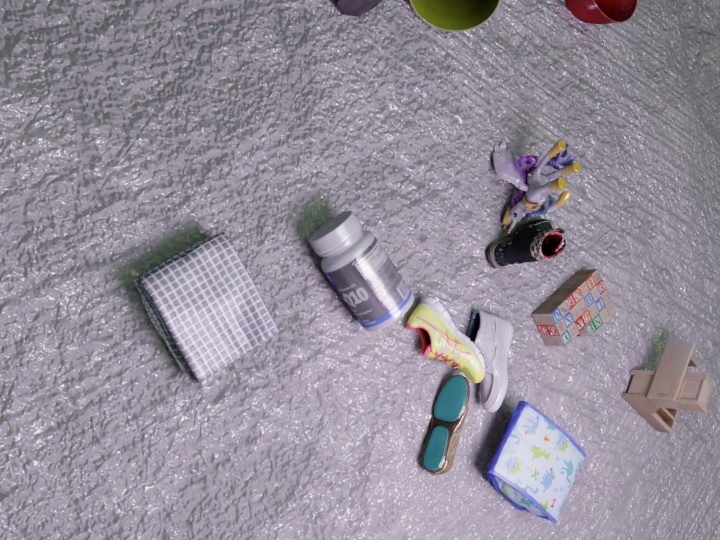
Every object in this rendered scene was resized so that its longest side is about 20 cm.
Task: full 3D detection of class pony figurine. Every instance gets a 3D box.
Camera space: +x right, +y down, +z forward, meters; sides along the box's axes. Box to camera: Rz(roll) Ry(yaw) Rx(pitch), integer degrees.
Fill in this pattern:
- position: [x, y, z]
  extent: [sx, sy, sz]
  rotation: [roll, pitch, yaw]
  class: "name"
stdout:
- position: [0.375, -0.191, 1.434]
  extent: [0.166, 0.200, 0.194]
  rotation: [22, 58, -22]
  class: "pony figurine"

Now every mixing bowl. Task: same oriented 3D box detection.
- position: [0.574, -0.690, 1.635]
  extent: [0.199, 0.108, 0.202]
  rotation: [3, 84, -33]
  class: "mixing bowl"

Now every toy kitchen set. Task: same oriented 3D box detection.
- position: [0.794, 0.289, 1.627]
  extent: [0.180, 0.199, 0.164]
  rotation: [40, 67, -23]
  class: "toy kitchen set"

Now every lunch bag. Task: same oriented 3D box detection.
- position: [0.350, 0.392, 1.379]
  extent: [0.200, 0.127, 0.171]
  rotation: [46, 64, -31]
  class: "lunch bag"

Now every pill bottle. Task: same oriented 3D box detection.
- position: [0.000, 0.000, 1.199]
  extent: [0.114, 0.113, 0.201]
  rotation: [-43, 108, -28]
  class: "pill bottle"

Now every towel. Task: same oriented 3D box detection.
- position: [-0.239, 0.062, 1.057]
  extent: [0.165, 0.085, 0.201]
  rotation: [-35, 104, -29]
  class: "towel"

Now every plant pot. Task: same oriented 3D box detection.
- position: [0.203, -0.634, 1.369]
  extent: [0.186, 0.187, 0.201]
  rotation: [29, 56, -27]
  class: "plant pot"

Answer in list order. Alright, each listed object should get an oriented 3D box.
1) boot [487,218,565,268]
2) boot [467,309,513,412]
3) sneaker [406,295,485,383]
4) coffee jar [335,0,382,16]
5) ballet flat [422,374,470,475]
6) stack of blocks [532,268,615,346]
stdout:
- position: [0.389, -0.063, 1.430]
  extent: [0.203, 0.153, 0.074]
  rotation: [-27, 100, -31]
  class: "boot"
- position: [0.253, 0.184, 1.377]
  extent: [0.095, 0.073, 0.202]
  rotation: [21, 67, -22]
  class: "boot"
- position: [0.164, 0.152, 1.311]
  extent: [0.090, 0.078, 0.200]
  rotation: [-40, 89, -23]
  class: "sneaker"
- position: [-0.006, -0.593, 1.258]
  extent: [0.085, 0.104, 0.202]
  rotation: [-3, 88, -30]
  class: "coffee jar"
- position: [0.174, 0.308, 1.321]
  extent: [0.065, 0.070, 0.201]
  rotation: [45, 64, -51]
  class: "ballet flat"
- position: [0.495, 0.097, 1.539]
  extent: [0.199, 0.058, 0.116]
  rotation: [-35, 104, -30]
  class: "stack of blocks"
